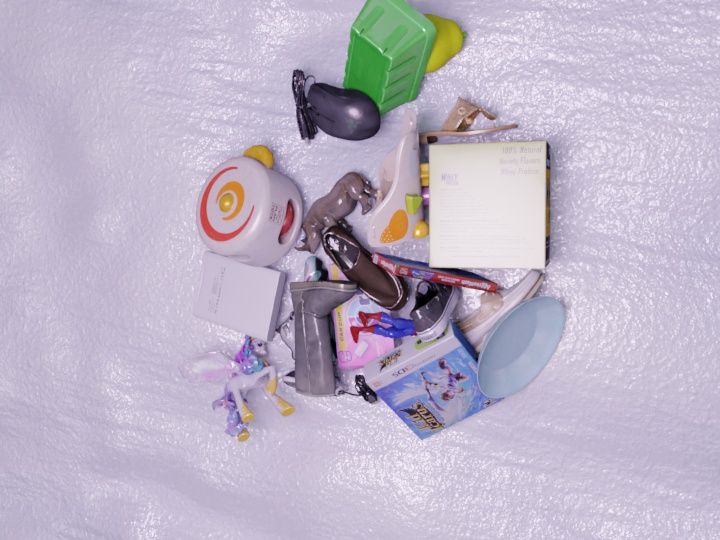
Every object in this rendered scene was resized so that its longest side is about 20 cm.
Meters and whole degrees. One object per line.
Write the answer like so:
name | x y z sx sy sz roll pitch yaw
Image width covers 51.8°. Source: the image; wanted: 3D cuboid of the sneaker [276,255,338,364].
sneaker | -0.119 0.082 1.420 0.137 0.077 0.205 -10 86 22

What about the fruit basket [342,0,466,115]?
fruit basket | 0.078 -0.391 1.282 0.155 0.215 0.217 40 104 10

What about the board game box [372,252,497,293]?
board game box | 0.126 0.004 1.269 0.195 0.103 0.020 11 100 -22

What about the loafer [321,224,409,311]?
loafer | 0.000 0.000 1.308 0.199 0.071 0.074 39 102 11

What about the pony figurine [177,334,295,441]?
pony figurine | -0.230 0.218 1.422 0.190 0.167 0.202 -30 47 4

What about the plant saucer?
plant saucer | 0.263 0.123 1.260 0.039 0.199 0.204 40 106 43

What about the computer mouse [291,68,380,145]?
computer mouse | -0.053 -0.277 1.330 0.197 0.053 0.141 18 131 34

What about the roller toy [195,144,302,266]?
roller toy | -0.208 -0.111 1.375 0.199 0.139 0.185 -38 61 19

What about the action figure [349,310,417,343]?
action figure | 0.088 0.122 1.302 0.066 0.196 0.100 -59 44 38

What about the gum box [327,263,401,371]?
gum box | 0.011 0.082 1.382 0.111 0.066 0.206 -6 92 17

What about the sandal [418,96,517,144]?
sandal | 0.167 -0.267 1.301 0.207 0.077 0.071 -6 98 23

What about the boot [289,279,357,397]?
boot | -0.065 0.120 1.307 0.180 0.071 0.206 -6 83 53

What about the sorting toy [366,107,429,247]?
sorting toy | 0.074 -0.168 1.252 0.104 0.202 0.183 5 127 5

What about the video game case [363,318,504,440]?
video game case | 0.131 0.198 1.304 0.179 0.046 0.200 -29 125 18

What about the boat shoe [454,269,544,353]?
boat shoe | 0.237 0.065 1.306 0.068 0.075 0.200 44 103 8

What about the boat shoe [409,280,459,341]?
boat shoe | 0.119 0.049 1.273 0.069 0.201 0.067 -27 104 27

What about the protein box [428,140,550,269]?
protein box | 0.223 -0.110 1.264 0.194 0.135 0.206 1 95 18

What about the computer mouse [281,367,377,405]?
computer mouse | -0.061 0.209 1.409 0.196 0.110 0.045 7 70 24

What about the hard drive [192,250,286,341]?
hard drive | -0.240 0.048 1.452 0.196 0.026 0.135 14 94 31

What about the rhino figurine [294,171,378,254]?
rhino figurine | -0.053 -0.103 1.393 0.199 0.060 0.088 -40 81 18
